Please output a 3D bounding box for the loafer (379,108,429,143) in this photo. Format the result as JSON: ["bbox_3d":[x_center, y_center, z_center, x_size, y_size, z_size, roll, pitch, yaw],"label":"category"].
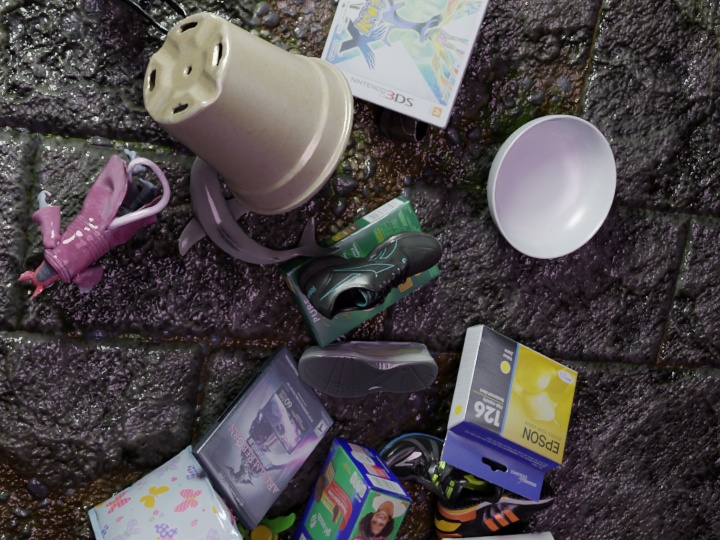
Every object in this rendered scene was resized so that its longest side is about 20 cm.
[{"bbox_3d":[0.103,-0.250,1.404,0.073,0.071,0.202,15,107,-53],"label":"loafer"}]

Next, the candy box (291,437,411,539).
[{"bbox_3d":[-0.023,0.360,1.487,0.076,0.169,0.202,19,97,-21],"label":"candy box"}]

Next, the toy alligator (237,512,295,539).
[{"bbox_3d":[-0.176,0.395,1.502,0.200,0.059,0.054,-43,74,-4],"label":"toy alligator"}]

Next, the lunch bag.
[{"bbox_3d":[-0.241,0.348,1.376,0.168,0.200,0.128,-33,115,-11],"label":"lunch bag"}]

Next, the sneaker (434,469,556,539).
[{"bbox_3d":[0.201,0.365,1.646,0.197,0.070,0.091,-3,122,-21],"label":"sneaker"}]

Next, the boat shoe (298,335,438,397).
[{"bbox_3d":[0.008,0.128,1.497,0.199,0.065,0.075,0,125,-17],"label":"boat shoe"}]

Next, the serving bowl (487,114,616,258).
[{"bbox_3d":[0.259,-0.122,1.519,0.197,0.066,0.203,-7,107,-21],"label":"serving bowl"}]

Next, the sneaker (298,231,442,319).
[{"bbox_3d":[0.022,0.012,1.396,0.197,0.080,0.076,-18,136,-15],"label":"sneaker"}]

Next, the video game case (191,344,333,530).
[{"bbox_3d":[-0.125,0.220,1.435,0.200,0.019,0.144,-51,122,-36],"label":"video game case"}]

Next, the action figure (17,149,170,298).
[{"bbox_3d":[-0.312,-0.036,1.271,0.200,0.148,0.134,-48,124,-18],"label":"action figure"}]

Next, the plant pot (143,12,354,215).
[{"bbox_3d":[-0.140,-0.189,1.229,0.183,0.200,0.202,27,95,-48],"label":"plant pot"}]

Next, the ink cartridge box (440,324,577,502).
[{"bbox_3d":[0.220,0.208,1.566,0.196,0.047,0.203,26,64,-28],"label":"ink cartridge box"}]

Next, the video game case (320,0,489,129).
[{"bbox_3d":[0.056,-0.304,1.354,0.180,0.022,0.203,20,98,7],"label":"video game case"}]

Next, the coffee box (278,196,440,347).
[{"bbox_3d":[0.000,0.000,1.460,0.199,0.044,0.124,-32,115,-11],"label":"coffee box"}]

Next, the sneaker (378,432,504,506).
[{"bbox_3d":[0.119,0.292,1.563,0.197,0.083,0.072,15,109,-10],"label":"sneaker"}]

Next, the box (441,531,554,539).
[{"bbox_3d":[0.214,0.510,1.595,0.196,0.201,0.132,3,131,-24],"label":"box"}]

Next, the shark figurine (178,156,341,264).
[{"bbox_3d":[-0.142,-0.039,1.368,0.213,0.089,0.129,30,94,-25],"label":"shark figurine"}]

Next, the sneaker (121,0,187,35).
[{"bbox_3d":[-0.277,-0.355,1.206,0.060,0.104,0.200,-41,116,-6],"label":"sneaker"}]
